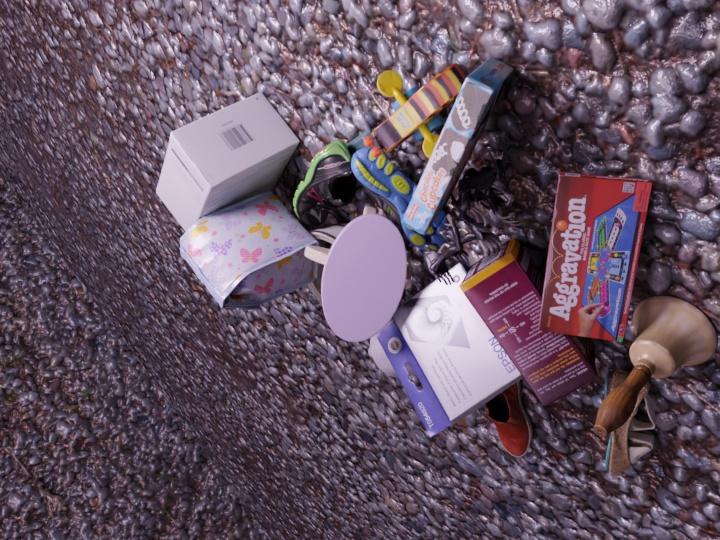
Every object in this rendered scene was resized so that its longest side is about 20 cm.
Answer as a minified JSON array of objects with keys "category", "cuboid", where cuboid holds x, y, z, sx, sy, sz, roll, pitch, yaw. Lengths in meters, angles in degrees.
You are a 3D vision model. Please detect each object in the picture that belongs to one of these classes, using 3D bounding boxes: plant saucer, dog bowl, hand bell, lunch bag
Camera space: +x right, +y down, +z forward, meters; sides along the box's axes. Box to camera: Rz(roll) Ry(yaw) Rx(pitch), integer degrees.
[{"category":"plant saucer","cuboid":[-0.024,-0.169,1.122,0.070,0.019,0.200,57,146,-7]},{"category":"dog bowl","cuboid":[-0.024,0.000,1.228,0.200,0.074,0.201,32,142,30]},{"category":"hand bell","cuboid":[0.329,0.127,0.785,0.104,0.200,0.104,32,143,29]},{"category":"lunch bag","cuboid":[-0.200,-0.027,1.181,0.170,0.200,0.127,44,144,30]}]

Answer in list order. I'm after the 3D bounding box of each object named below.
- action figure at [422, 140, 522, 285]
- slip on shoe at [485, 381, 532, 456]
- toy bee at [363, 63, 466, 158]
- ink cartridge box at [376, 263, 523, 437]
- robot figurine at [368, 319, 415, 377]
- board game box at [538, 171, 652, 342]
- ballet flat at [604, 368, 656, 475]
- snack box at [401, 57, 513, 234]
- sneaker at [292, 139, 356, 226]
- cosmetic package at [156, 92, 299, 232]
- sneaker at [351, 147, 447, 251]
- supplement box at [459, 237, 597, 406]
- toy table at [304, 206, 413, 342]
[{"category":"action figure","cuboid":[0.161,-0.071,0.878,0.102,0.119,0.200,41,140,13]},{"category":"slip on shoe","cuboid":[0.244,0.245,1.131,0.074,0.061,0.200,14,132,42]},{"category":"toy bee","cuboid":[0.063,-0.194,0.906,0.131,0.109,0.200,41,145,15]},{"category":"ink cartridge box","cuboid":[0.131,0.123,1.023,0.200,0.041,0.200,-40,63,20]},{"category":"robot figurine","cuboid":[0.093,0.125,1.159,0.169,0.113,0.200,39,150,-14]},{"category":"board game box","cuboid":[0.277,-0.014,0.796,0.103,0.019,0.201,7,112,16]},{"category":"ballet flat","cuboid":[0.382,0.225,0.939,0.065,0.071,0.200,7,131,30]},{"category":"snack box","cuboid":[0.118,-0.152,0.815,0.037,0.116,0.200,29,125,8]},{"category":"sneaker","cuboid":[-0.056,-0.128,1.114,0.084,0.077,0.200,49,149,13]},{"category":"cosmetic package","cuboid":[-0.246,-0.188,1.211,0.123,0.199,0.200,52,148,4]},{"category":"sneaker","cuboid":[0.063,-0.112,1.024,0.200,0.071,0.083,46,-173,-12]},{"category":"supplement box","cuboid":[0.232,0.067,0.911,0.086,0.110,0.200,-35,91,22]},{"category":"toy table","cuboid":[0.000,0.000,1.064,0.183,0.200,0.117,22,-169,-10]}]
